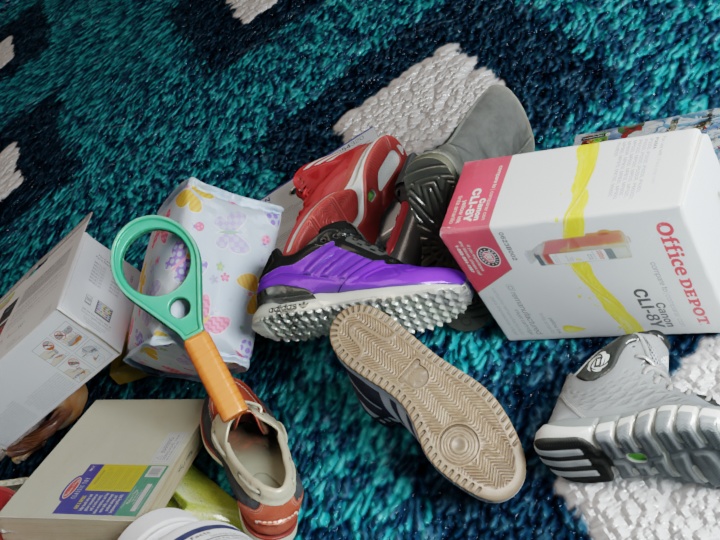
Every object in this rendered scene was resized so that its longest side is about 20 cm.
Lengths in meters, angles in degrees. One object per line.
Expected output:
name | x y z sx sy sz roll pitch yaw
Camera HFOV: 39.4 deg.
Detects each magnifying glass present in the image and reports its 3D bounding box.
magnifying glass | -0.156 0.041 0.890 0.079 0.022 0.201 -28 78 -9

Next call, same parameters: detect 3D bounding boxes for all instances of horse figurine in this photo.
horse figurine | -0.358 0.139 1.163 0.132 0.050 0.201 -35 32 13

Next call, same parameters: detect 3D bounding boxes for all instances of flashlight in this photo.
flashlight | 0.034 -0.018 0.959 0.068 0.067 0.202 115 174 -66

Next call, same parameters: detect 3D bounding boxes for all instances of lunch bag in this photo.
lunch bag | -0.165 0.019 1.019 0.200 0.126 0.171 -24 52 62

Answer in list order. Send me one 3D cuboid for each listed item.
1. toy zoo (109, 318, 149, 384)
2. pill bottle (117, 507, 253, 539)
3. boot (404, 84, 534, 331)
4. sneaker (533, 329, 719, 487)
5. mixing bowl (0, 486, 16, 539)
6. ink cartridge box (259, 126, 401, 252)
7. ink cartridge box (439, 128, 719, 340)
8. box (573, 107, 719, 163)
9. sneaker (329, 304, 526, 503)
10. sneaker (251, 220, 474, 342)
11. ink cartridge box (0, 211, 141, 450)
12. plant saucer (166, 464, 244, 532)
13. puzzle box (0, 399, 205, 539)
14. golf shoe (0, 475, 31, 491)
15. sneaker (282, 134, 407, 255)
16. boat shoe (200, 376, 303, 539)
toy zoo | -0.213 0.059 1.154 0.198 0.021 0.132 -19 39 23
pill bottle | -0.107 0.258 0.750 0.120 0.120 0.199 -49 36 -18
boot | 0.114 -0.064 0.947 0.072 0.184 0.200 -3 21 24
sneaker | 0.222 0.086 0.706 0.199 0.075 0.116 -6 42 37
mixing bowl | -0.368 0.291 0.870 0.199 0.108 0.202 -7 78 34
ink cartridge box | -0.036 -0.049 1.106 0.195 0.043 0.201 -32 35 10
ink cartridge box | 0.186 -0.021 0.794 0.199 0.145 0.084 -5 46 37
box | 0.272 -0.077 0.877 0.198 0.040 0.138 -7 44 35
sneaker | 0.058 0.118 0.826 0.070 0.109 0.200 -41 65 -12
sneaker | 0.000 0.000 0.879 0.198 0.070 0.100 -6 61 15
ink cartridge box | -0.332 0.061 1.078 0.199 0.084 0.176 -37 29 24
plant saucer | -0.221 0.252 0.917 0.200 0.048 0.199 -49 37 -16
puzzle box | -0.224 0.178 0.921 0.132 0.026 0.200 -1 22 13
golf shoe | -0.345 0.235 0.996 0.200 0.088 0.077 -41 8 -10
sneaker | -0.037 -0.055 1.033 0.115 0.079 0.200 -7 33 47
boat shoe | -0.098 0.153 0.893 0.070 0.063 0.200 -9 34 -16
